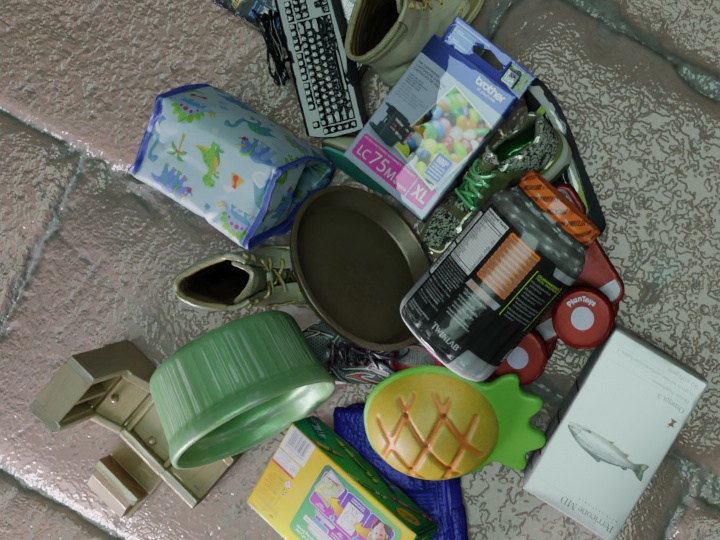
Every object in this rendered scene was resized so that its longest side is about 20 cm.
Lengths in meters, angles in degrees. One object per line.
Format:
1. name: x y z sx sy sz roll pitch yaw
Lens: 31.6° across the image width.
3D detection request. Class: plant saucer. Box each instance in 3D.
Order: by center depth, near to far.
1. plant saucer: 0.000 0.000 1.423 0.029 0.199 0.201 -36 84 44

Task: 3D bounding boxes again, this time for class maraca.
1. maraca: 0.100 0.166 1.380 0.197 0.107 0.139 -3 116 13

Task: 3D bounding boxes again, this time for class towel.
1. towel: 0.045 0.252 1.473 0.146 0.050 0.203 -6 90 9

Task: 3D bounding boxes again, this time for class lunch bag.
1. lunch bag: -0.135 -0.126 1.426 0.169 0.200 0.128 33 116 9

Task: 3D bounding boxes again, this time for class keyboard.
1. keyboard: -0.062 -0.248 1.444 0.103 0.040 0.203 -14 89 11

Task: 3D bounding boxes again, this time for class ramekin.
1. ramekin: -0.135 0.128 1.400 0.199 0.200 0.098 -31 74 9

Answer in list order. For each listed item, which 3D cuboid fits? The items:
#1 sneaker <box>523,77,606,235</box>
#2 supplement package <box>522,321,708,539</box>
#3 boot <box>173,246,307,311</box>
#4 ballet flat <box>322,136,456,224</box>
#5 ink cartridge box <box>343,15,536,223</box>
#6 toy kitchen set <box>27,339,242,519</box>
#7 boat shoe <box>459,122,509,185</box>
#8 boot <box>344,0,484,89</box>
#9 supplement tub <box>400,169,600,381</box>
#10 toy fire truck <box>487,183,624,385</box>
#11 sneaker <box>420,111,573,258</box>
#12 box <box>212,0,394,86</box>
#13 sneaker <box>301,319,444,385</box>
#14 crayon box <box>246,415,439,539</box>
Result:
1. sneaker: 0.207 -0.115 1.426 0.082 0.072 0.202 -21 87 11
2. supplement package: 0.276 0.173 1.396 0.116 0.117 0.202 30 96 6
3. boot: -0.099 0.007 1.433 0.197 0.155 0.073 -6 89 9
4. ballet flat: 0.049 -0.108 1.465 0.199 0.069 0.070 36 97 6
5. ink cartridge box: 0.087 -0.168 1.396 0.119 0.042 0.201 39 95 11
6. toy kitchen set: -0.279 0.215 1.465 0.200 0.180 0.163 43 99 6
7. boat shoe: 0.135 -0.139 1.443 0.071 0.065 0.203 -14 86 -10
8. boot: 0.066 -0.300 1.403 0.072 0.154 0.201 35 97 23
9. supplement tub: 0.144 0.004 1.302 0.122 0.122 0.200 43 102 7
10. toy fire truck: 0.185 0.020 1.399 0.199 0.112 0.169 -31 89 18
11. sneaker: 0.133 -0.098 1.351 0.200 0.089 0.077 -43 52 -3
12. box: -0.041 -0.346 1.478 0.197 0.050 0.201 32 97 9
13. sneaker: 0.011 0.093 1.464 0.197 0.075 0.082 -1 91 11
14. crayon box: -0.023 0.276 1.446 0.199 0.058 0.120 39 110 22
